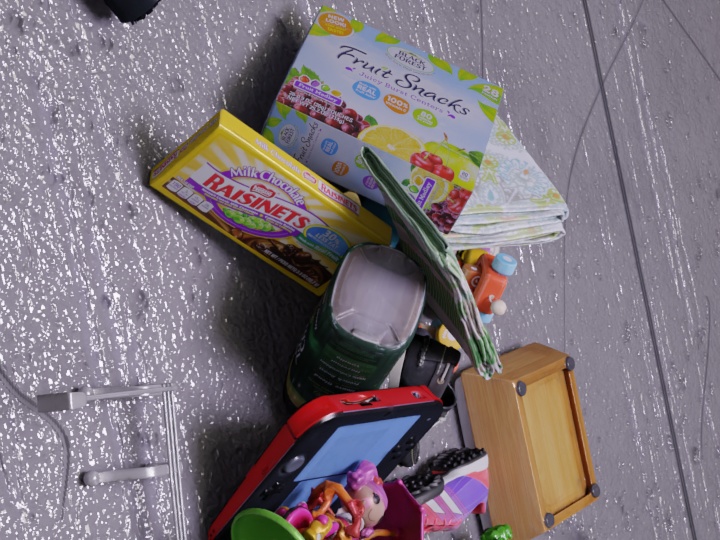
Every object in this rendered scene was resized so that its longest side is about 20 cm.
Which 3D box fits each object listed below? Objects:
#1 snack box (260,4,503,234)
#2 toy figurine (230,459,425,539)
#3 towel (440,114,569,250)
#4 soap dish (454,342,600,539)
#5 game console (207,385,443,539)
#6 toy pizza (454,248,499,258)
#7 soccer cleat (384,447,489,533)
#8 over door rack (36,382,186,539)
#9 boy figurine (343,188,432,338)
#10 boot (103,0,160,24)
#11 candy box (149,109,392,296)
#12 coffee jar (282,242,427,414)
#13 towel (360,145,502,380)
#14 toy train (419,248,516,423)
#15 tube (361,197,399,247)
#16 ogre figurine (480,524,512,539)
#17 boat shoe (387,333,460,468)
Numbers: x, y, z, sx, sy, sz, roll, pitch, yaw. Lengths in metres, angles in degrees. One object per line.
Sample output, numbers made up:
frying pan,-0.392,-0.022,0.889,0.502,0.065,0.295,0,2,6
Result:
snack box,0.022,-0.146,1.471,0.199,0.068,0.169,26,43,-4
toy figurine,-0.018,0.239,1.367,0.184,0.149,0.201,-43,129,-45
towel,0.096,-0.097,1.556,0.170,0.048,0.201,-5,45,-31
soap dish,0.187,0.190,1.709,0.157,0.081,0.202,-16,94,-52
game console,-0.026,0.175,1.387,0.199,0.177,0.031,0,41,-52
toy pizza,0.113,-0.043,1.666,0.200,0.031,0.202,-11,102,-60
soccer cleat,0.072,0.238,1.567,0.199,0.068,0.074,-19,102,-54
over door rack,-0.200,0.164,1.219,0.200,0.066,0.149,4,79,-72
boy figurine,0.000,0.000,1.495,0.201,0.064,0.125,63,-2,-36
boot,-0.204,-0.330,1.314,0.168,0.076,0.201,40,60,-36
candy box,-0.077,-0.056,1.368,0.199,0.102,0.027,34,38,-27
coffee jar,-0.009,0.066,1.401,0.085,0.200,0.105,21,57,-4
towel,0.062,-0.002,1.386,0.153,0.023,0.200,54,-5,38
toy train,0.090,0.046,1.550,0.055,0.201,0.151,18,29,-10
tube,0.042,-0.088,1.613,0.201,0.050,0.078,-61,142,-44
ogre figurine,0.116,0.365,1.574,0.120,0.098,0.200,56,32,-12
boat shoe,0.058,0.134,1.502,0.201,0.067,0.072,94,4,-52
